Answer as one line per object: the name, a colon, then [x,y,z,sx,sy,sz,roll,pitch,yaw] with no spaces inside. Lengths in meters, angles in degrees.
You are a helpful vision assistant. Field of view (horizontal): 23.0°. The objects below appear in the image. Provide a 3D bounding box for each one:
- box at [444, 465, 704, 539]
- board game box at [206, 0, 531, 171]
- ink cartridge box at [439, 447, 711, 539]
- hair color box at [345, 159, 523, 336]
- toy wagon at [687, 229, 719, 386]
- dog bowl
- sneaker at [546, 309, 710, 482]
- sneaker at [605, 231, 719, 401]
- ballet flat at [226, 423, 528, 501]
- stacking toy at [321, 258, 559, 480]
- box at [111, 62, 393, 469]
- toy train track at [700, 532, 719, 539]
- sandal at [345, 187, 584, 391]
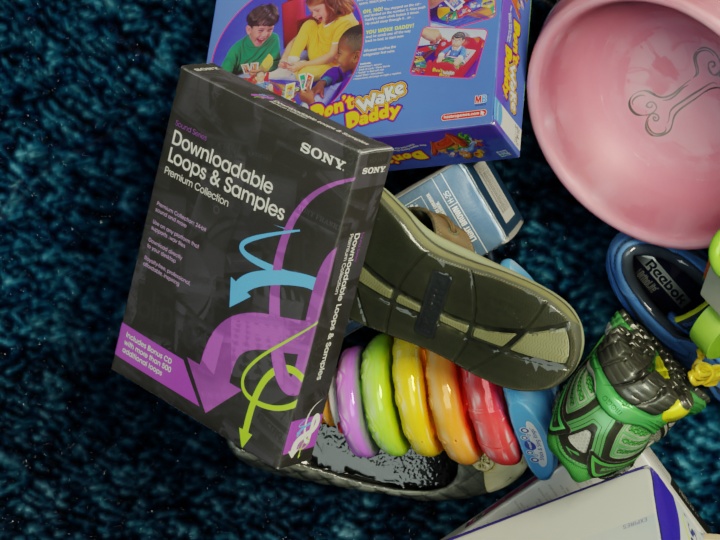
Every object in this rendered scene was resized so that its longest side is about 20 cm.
box: [0.141,0.239,1.057,0.184,0.105,0.200,-24,124,21]
board game box: [0.001,-0.128,1.073,0.199,0.045,0.135,-4,66,26]
ink cartridge box: [0.119,0.188,1.146,0.200,0.037,0.095,-36,90,12]
hair color box: [0.000,0.000,1.114,0.200,0.100,0.061,-30,92,14]
toy wagon: [0.245,-0.016,0.990,0.200,0.155,0.040,-50,62,22]
dog bowl: [0.184,-0.101,1.024,0.200,0.074,0.201,23,133,26]
sneaker: [0.148,0.076,1.041,0.085,0.200,0.078,-45,77,12]
sneaker: [0.228,0.049,1.084,0.200,0.078,0.066,43,102,3]
ballet flat: [0.010,0.120,1.149,0.199,0.057,0.067,2,98,12]
stacking toy: [0.021,0.076,1.097,0.199,0.110,0.116,-9,138,13]
box: [-0.068,-0.004,1.035,0.143,0.036,0.201,27,110,31]
toy train track: [0.210,0.181,1.095,0.199,0.033,0.115,4,117,-5]
sandal: [0.040,0.004,1.024,0.201,0.057,0.080,33,117,13]
